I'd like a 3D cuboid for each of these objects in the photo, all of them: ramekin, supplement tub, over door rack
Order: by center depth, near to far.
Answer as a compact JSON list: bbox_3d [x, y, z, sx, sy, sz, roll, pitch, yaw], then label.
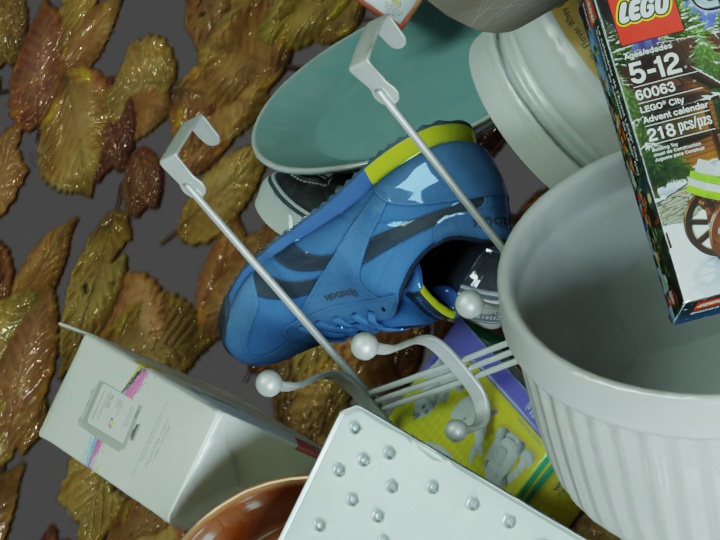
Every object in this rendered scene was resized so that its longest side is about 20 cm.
[{"bbox_3d":[0.161,0.034,1.033,0.199,0.106,0.201,-8,34,5],"label":"ramekin"},{"bbox_3d":[0.161,-0.127,1.163,0.200,0.144,0.145,-42,41,26],"label":"supplement tub"},{"bbox_3d":[0.000,0.000,1.177,0.147,0.201,0.067,-22,15,39],"label":"over door rack"}]

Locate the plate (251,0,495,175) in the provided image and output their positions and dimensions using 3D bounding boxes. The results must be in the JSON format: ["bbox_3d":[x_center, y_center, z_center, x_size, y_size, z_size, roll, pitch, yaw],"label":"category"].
[{"bbox_3d":[0.035,-0.099,1.342,0.199,0.026,0.201,-20,26,10],"label":"plate"}]

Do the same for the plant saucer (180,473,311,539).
[{"bbox_3d":[-0.018,0.200,1.194,0.199,0.032,0.202,-3,83,27],"label":"plant saucer"}]

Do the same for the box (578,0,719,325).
[{"bbox_3d":[0.200,-0.070,0.973,0.038,0.199,0.138,95,160,-76],"label":"box"}]

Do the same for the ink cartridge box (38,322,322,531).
[{"bbox_3d":[-0.096,0.097,1.369,0.200,0.116,0.068,25,89,55],"label":"ink cartridge box"}]

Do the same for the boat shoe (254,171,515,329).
[{"bbox_3d":[0.015,-0.032,1.338,0.200,0.071,0.068,30,107,52],"label":"boat shoe"}]

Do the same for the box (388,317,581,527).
[{"bbox_3d":[0.032,0.136,1.244,0.201,0.048,0.117,-57,37,11],"label":"box"}]

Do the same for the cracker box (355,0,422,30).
[{"bbox_3d":[0.054,-0.244,1.405,0.200,0.058,0.134,-54,12,12],"label":"cracker box"}]

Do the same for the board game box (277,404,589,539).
[{"bbox_3d":[0.034,0.195,1.137,0.199,0.026,0.201,29,97,26],"label":"board game box"}]

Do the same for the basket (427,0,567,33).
[{"bbox_3d":[0.102,-0.200,1.053,0.200,0.135,0.181,-37,51,37],"label":"basket"}]

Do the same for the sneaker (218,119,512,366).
[{"bbox_3d":[0.000,0.008,1.258,0.200,0.066,0.079,-39,63,35],"label":"sneaker"}]
